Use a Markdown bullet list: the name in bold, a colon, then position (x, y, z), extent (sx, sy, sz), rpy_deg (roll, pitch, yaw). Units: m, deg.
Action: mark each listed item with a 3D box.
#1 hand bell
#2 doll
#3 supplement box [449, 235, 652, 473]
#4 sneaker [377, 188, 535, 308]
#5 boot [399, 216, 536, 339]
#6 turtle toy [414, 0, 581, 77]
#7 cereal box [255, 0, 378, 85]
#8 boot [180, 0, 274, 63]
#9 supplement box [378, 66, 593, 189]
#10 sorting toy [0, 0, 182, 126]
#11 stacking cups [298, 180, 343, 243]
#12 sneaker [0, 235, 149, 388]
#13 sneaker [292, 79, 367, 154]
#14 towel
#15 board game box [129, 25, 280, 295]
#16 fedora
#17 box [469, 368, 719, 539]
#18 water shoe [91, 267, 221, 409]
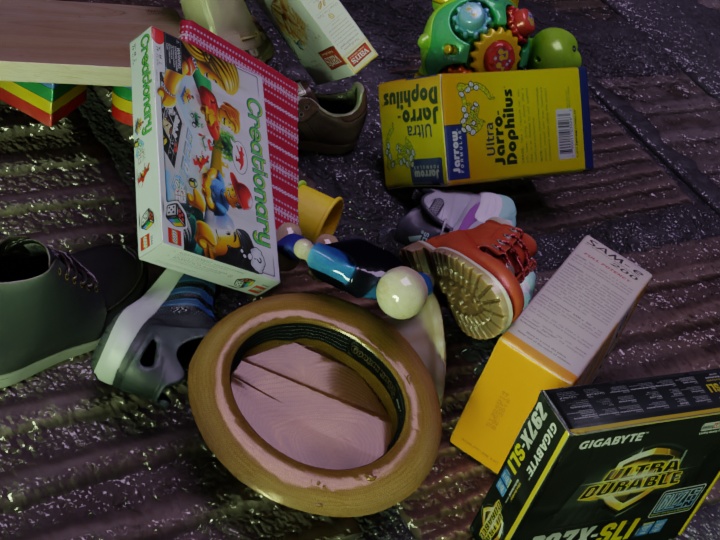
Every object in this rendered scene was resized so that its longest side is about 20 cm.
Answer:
- **hand bell**: position (-0.036, 0.071, 1.129), extent (0.197, 0.105, 0.105), rpy_deg (-2, 41, -9)
- **doll**: position (0.000, 0.000, 1.105), extent (0.135, 0.049, 0.200), rpy_deg (16, 2, -27)
- **supplement box**: position (0.167, 0.074, 1.174), extent (0.073, 0.127, 0.200), rpy_deg (31, 39, 14)
- **sneaker**: position (0.084, -0.015, 1.290), extent (0.138, 0.078, 0.201), rpy_deg (11, 29, -12)
- **boot**: position (0.110, -0.004, 1.147), extent (0.106, 0.076, 0.200), rpy_deg (-21, 16, -10)
- **turtle toy**: position (0.153, -0.247, 1.528), extent (0.198, 0.148, 0.101), rpy_deg (0, 22, -27)
- **cereal box**: position (-0.072, -0.282, 1.379), extent (0.039, 0.144, 0.201), rpy_deg (-39, 103, -11)
- **boot**: position (-0.147, -0.277, 1.399), extent (0.072, 0.157, 0.201), rpy_deg (-15, 25, 7)
- **supplement box**: position (0.131, -0.148, 1.404), extent (0.198, 0.111, 0.108), rpy_deg (-8, 6, -34)
- **sorting toy**: position (-0.258, -0.193, 1.291), extent (0.197, 0.070, 0.199), rpy_deg (0, 27, -20)
- **stacking cups**: position (-0.117, -0.080, 1.280), extent (0.198, 0.061, 0.061), rpy_deg (24, 37, 9)
- **sneaker**: position (-0.229, 0.008, 1.069), extent (0.074, 0.107, 0.200), rpy_deg (33, 39, 15)
- **sneaker**: position (-0.084, -0.163, 1.376), extent (0.198, 0.076, 0.071), rpy_deg (-6, 45, -32)
- **towel**: position (-0.110, -0.110, 1.205), extent (0.144, 0.022, 0.202), rpy_deg (27, 51, -40)
- **board game box**: position (-0.129, -0.089, 1.123), extent (0.126, 0.034, 0.202), rpy_deg (19, 55, -44)
- **fedora**: position (-0.039, 0.113, 1.046), extent (0.198, 0.082, 0.202), rpy_deg (9, 53, -11)
- **box**: position (0.199, 0.155, 1.063), extent (0.198, 0.161, 0.050), rpy_deg (-3, 44, -31)
- **water shoe**: position (-0.143, 0.047, 1.095), extent (0.078, 0.072, 0.200), rpy_deg (33, 33, 3)
